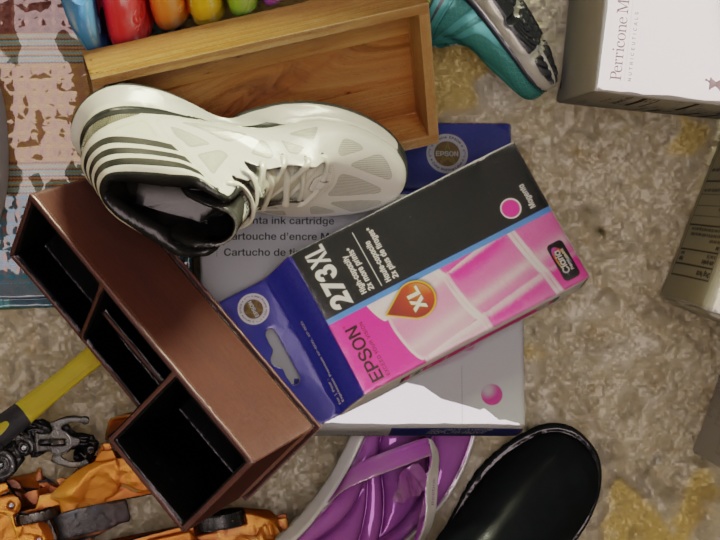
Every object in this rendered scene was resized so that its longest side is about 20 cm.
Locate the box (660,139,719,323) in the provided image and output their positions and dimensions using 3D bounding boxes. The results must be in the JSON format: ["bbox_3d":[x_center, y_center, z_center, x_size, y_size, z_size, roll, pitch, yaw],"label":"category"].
[{"bbox_3d":[0.276,-0.053,1.227,0.109,0.128,0.200,20,92,-4],"label":"box"}]

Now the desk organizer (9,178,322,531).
[{"bbox_3d":[-0.123,0.043,1.150,0.200,0.077,0.072,49,117,9],"label":"desk organizer"}]

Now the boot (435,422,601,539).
[{"bbox_3d":[0.079,0.182,1.205,0.200,0.168,0.076,-44,95,-1],"label":"boot"}]

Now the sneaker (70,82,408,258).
[{"bbox_3d":[-0.060,-0.040,1.145,0.200,0.115,0.076,6,124,-20],"label":"sneaker"}]

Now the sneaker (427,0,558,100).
[{"bbox_3d":[0.036,-0.169,1.250,0.200,0.078,0.080,39,109,1],"label":"sneaker"}]

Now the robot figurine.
[{"bbox_3d":[-0.146,0.152,1.248,0.199,0.058,0.145,-12,92,-3],"label":"robot figurine"}]

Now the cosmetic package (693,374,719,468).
[{"bbox_3d":[0.250,0.087,1.194,0.051,0.200,0.083,17,92,-2],"label":"cosmetic package"}]

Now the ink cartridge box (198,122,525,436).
[{"bbox_3d":[0.000,0.000,1.234,0.196,0.043,0.201,0,78,-3],"label":"ink cartridge box"}]

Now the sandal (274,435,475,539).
[{"bbox_3d":[0.014,0.145,1.238,0.082,0.050,0.203,45,73,-27],"label":"sandal"}]

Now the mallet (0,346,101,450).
[{"bbox_3d":[-0.187,0.087,1.203,0.066,0.041,0.200,41,71,5],"label":"mallet"}]

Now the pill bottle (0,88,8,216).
[{"bbox_3d":[-0.317,-0.071,1.197,0.199,0.114,0.115,-1,92,7],"label":"pill bottle"}]

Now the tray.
[{"bbox_3d":[-0.056,-0.102,1.202,0.199,0.037,0.099,-13,129,-8],"label":"tray"}]

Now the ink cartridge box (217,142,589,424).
[{"bbox_3d":[0.026,0.011,1.195,0.200,0.037,0.095,-28,80,-9],"label":"ink cartridge box"}]

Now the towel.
[{"bbox_3d":[-0.179,-0.075,1.257,0.146,0.022,0.201,-2,92,-3],"label":"towel"}]

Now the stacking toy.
[{"bbox_3d":[-0.074,-0.187,1.193,0.199,0.110,0.116,-3,84,1],"label":"stacking toy"}]

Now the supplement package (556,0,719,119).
[{"bbox_3d":[0.188,-0.195,1.203,0.111,0.156,0.201,5,92,-3],"label":"supplement package"}]
